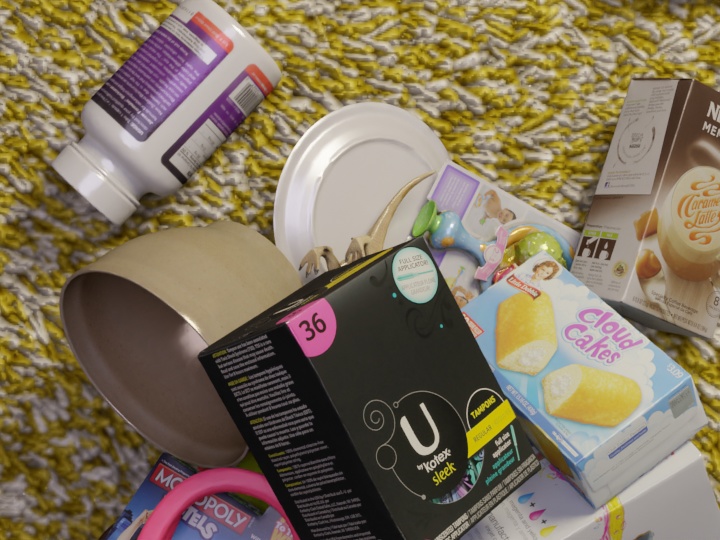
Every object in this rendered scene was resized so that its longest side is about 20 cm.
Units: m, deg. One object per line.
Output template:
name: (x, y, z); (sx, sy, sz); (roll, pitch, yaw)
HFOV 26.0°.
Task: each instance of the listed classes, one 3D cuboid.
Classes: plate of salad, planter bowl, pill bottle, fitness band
plate of salad: (0.005, -0.046, 1.358); (0.200, 0.048, 0.200); (-3, 96, -34)
planter bowl: (-0.127, 0.044, 1.278); (0.200, 0.200, 0.135); (43, 55, 5)
pill bottle: (-0.174, -0.138, 1.378); (0.111, 0.111, 0.200); (43, 86, 5)
fitness band: (-0.110, 0.250, 1.189); (0.143, 0.037, 0.200); (20, 79, 8)

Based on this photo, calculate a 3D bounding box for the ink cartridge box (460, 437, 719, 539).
ink cartridge box: (0.177, 0.197, 1.287); (0.200, 0.145, 0.145); (-29, 41, -5)

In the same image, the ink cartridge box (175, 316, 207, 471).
ink cartridge box: (-0.076, 0.080, 1.370); (0.162, 0.057, 0.200); (-8, 69, 0)

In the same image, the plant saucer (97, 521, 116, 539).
plant saucer: (-0.172, 0.305, 1.319); (0.200, 0.032, 0.200); (5, 99, 34)

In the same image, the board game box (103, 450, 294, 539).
board game box: (-0.098, 0.241, 1.238); (0.200, 0.062, 0.200); (32, 80, 13)

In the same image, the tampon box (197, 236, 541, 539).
tampon box: (0.008, 0.103, 1.156); (0.150, 0.126, 0.200); (-34, 98, -39)

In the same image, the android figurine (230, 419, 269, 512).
android figurine: (-0.048, 0.182, 1.311); (0.182, 0.041, 0.200); (41, 84, 24)

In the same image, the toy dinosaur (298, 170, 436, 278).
toy dinosaur: (0.000, 0.000, 1.299); (0.058, 0.101, 0.200); (11, 84, 29)

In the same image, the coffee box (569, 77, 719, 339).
coffee box: (0.269, -0.055, 1.351); (0.114, 0.080, 0.200); (21, 84, -32)

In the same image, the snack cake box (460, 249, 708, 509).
snack cake box: (0.166, 0.082, 1.247); (0.115, 0.067, 0.200); (-37, 43, -8)

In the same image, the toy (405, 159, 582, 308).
toy: (0.138, 0.000, 1.359); (0.200, 0.047, 0.115); (27, 86, -13)
